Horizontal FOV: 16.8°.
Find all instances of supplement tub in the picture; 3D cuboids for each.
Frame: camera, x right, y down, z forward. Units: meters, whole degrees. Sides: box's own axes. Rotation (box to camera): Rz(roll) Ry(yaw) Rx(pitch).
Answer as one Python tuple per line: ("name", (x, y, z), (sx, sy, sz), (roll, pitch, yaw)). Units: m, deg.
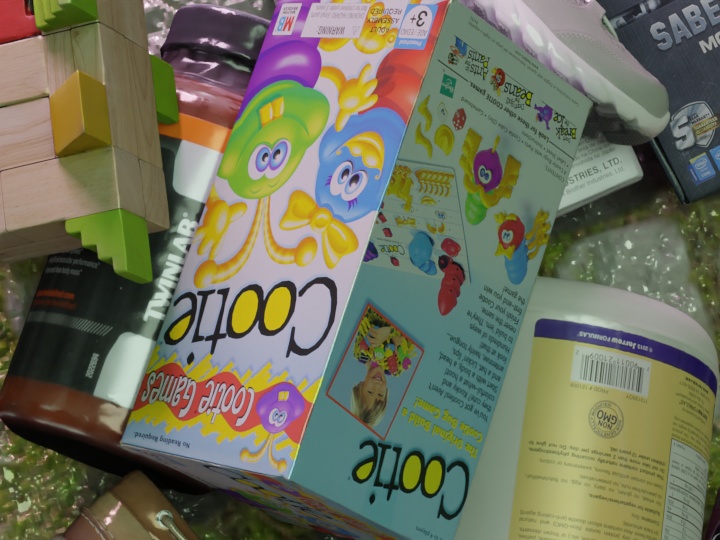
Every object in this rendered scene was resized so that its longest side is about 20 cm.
("supplement tub", (-0.079, -0.011, 1.063), (0.106, 0.107, 0.201), (20, 79, -10))
("supplement tub", (0.075, 0.117, 1.054), (0.144, 0.145, 0.201), (12, 73, -12))

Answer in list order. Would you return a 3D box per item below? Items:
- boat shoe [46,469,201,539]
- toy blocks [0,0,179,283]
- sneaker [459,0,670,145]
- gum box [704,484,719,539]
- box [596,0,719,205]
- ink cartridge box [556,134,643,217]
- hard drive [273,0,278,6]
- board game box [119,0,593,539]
("boat shoe", (-0.047, 0.158, 1.044), (0.200, 0.076, 0.072), (42, 83, -29))
("toy blocks", (-0.157, -0.081, 0.999), (0.136, 0.100, 0.202), (-11, 78, 17))
("sneaker", (0.069, -0.139, 1.065), (0.200, 0.075, 0.082), (45, 77, -5))
("gum box", (0.236, 0.174, 1.094), (0.199, 0.066, 0.114), (21, 76, -10))
("box", (0.201, -0.143, 1.102), (0.199, 0.051, 0.158), (-26, 93, 18))
("ink cartridge box", (0.036, -0.109, 1.112), (0.119, 0.042, 0.201), (-23, 92, -16))
("hard drive", (0.052, -0.161, 1.156), (0.199, 0.027, 0.133), (-28, 90, -15))
("board game box", (0.000, 0.000, 0.997), (0.105, 0.103, 0.201), (31, 73, -43))
